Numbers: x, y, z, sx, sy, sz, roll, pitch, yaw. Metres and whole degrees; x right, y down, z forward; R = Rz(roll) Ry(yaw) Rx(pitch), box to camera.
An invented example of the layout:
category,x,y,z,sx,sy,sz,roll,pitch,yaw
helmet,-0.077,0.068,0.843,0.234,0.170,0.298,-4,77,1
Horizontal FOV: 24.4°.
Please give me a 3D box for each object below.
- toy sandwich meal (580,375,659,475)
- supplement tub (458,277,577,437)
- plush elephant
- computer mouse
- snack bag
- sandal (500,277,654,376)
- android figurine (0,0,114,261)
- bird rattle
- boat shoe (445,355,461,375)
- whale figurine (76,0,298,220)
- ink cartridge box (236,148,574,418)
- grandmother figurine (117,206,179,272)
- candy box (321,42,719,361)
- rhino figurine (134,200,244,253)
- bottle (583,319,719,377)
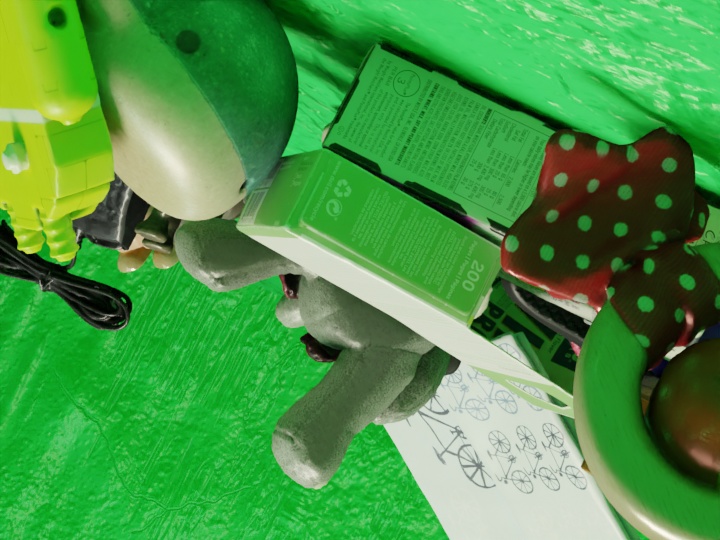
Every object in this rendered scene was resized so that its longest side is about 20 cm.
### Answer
category,x,y,z,sx,sy,sz,roll,pitch,yaw
toy sandwich meal,0.196,0.132,0.914,0.204,0.071,0.205,36,169,8
supplement tub,0.150,0.087,1.189,0.199,0.146,0.145,23,174,35
plush elephant,0.000,0.000,0.985,0.166,0.199,0.155,56,178,-5
computer mouse,-0.191,-0.068,1.079,0.139,0.202,0.046,24,-144,15
snack bag,0.091,0.136,1.155,0.199,0.021,0.190,-18,106,54
sandal,0.160,0.034,1.046,0.199,0.076,0.045,38,168,-23
android figurine,-0.170,-0.103,0.792,0.041,0.203,0.181,-19,-163,-29
bird rattle,0.147,0.032,0.657,0.198,0.165,0.113,18,157,1
boat shoe,0.026,0.005,1.147,0.062,0.074,0.202,2,-146,-12
whale figurine,-0.109,-0.123,0.830,0.200,0.103,0.159,49,166,14
ink cartridge box,0.040,0.010,0.835,0.198,0.048,0.145,29,175,-13
grandmother figurine,-0.196,-0.084,1.134,0.120,0.061,0.201,-11,131,29
candy box,0.087,-0.029,0.825,0.198,0.062,0.136,28,174,10
rhino figurine,-0.100,-0.049,1.056,0.059,0.088,0.200,21,175,-4
bottle,0.218,0.050,0.897,0.198,0.066,0.083,26,-177,14
